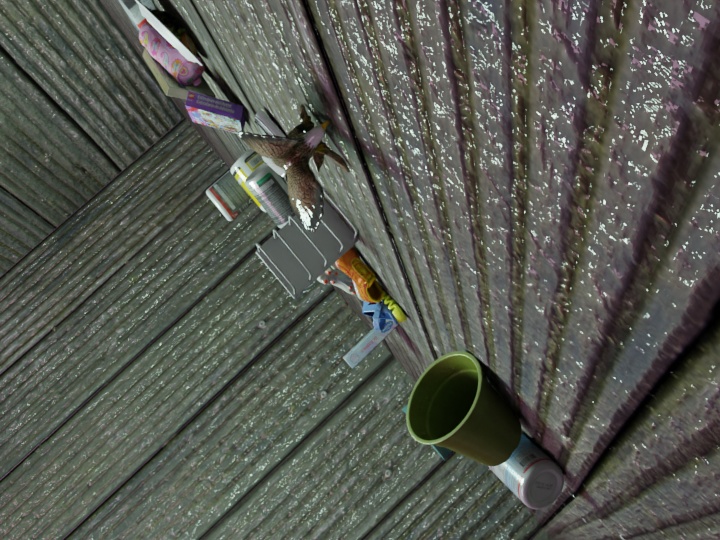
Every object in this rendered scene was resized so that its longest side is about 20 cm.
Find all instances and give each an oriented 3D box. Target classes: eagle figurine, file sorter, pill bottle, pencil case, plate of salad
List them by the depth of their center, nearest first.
[{"bbox_3d":[-0.097,-0.164,1.051,0.148,0.201,0.153,17,127,4],"label":"eagle figurine"},{"bbox_3d":[0.342,0.417,1.567,0.109,0.108,0.200,52,174,-27],"label":"pill bottle"},{"bbox_3d":[-0.116,-0.064,1.592,0.139,0.199,0.125,48,170,3],"label":"file sorter"},{"bbox_3d":[-0.428,-0.547,1.641,0.200,0.048,0.200,43,-178,-2],"label":"plate of salad"},{"bbox_3d":[-0.470,-0.543,1.800,0.200,0.087,0.088,45,173,22],"label":"pencil case"},{"bbox_3d":[-0.195,-0.181,1.847,0.201,0.113,0.113,52,173,-19],"label":"pill bottle"},{"bbox_3d":[-0.261,-0.236,2.012,0.201,0.111,0.111,50,174,-2],"label":"pill bottle"},{"bbox_3d":[-0.345,-0.251,2.120,0.116,0.199,0.116,48,174,7],"label":"pill bottle"}]

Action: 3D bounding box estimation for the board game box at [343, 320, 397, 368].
[{"bbox_3d":[0.030,0.227,2.303,0.041,0.199,0.200,47,175,2],"label":"board game box"}]

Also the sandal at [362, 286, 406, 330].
[{"bbox_3d":[0.035,0.086,1.933,0.200,0.087,0.080,47,177,38],"label":"sandal"}]

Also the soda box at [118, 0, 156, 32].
[{"bbox_3d":[-0.553,-0.655,1.823,0.068,0.063,0.200,48,174,3],"label":"soda box"}]

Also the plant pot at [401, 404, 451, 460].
[{"bbox_3d":[0.250,0.451,2.225,0.201,0.160,0.201,49,174,7],"label":"plant pot"}]

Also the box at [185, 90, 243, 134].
[{"bbox_3d":[-0.356,-0.388,1.794,0.134,0.040,0.200,14,179,-8],"label":"box"}]

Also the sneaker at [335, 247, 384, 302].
[{"bbox_3d":[0.000,0.000,1.836,0.076,0.074,0.201,2,139,46],"label":"sneaker"}]

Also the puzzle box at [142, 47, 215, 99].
[{"bbox_3d":[-0.464,-0.497,1.843,0.131,0.026,0.201,1,-139,-40],"label":"puzzle box"}]

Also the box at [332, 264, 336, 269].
[{"bbox_3d":[-0.100,-0.074,2.023,0.083,0.068,0.200,50,174,-22],"label":"box"}]

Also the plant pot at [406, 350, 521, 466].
[{"bbox_3d":[0.227,0.299,1.470,0.189,0.202,0.200,37,180,-27],"label":"plant pot"}]

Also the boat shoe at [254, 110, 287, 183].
[{"bbox_3d":[-0.174,-0.242,1.522,0.070,0.066,0.201,43,171,47],"label":"boat shoe"}]

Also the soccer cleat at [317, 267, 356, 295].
[{"bbox_3d":[-0.056,0.018,2.044,0.198,0.070,0.077,18,-169,-44],"label":"soccer cleat"}]
